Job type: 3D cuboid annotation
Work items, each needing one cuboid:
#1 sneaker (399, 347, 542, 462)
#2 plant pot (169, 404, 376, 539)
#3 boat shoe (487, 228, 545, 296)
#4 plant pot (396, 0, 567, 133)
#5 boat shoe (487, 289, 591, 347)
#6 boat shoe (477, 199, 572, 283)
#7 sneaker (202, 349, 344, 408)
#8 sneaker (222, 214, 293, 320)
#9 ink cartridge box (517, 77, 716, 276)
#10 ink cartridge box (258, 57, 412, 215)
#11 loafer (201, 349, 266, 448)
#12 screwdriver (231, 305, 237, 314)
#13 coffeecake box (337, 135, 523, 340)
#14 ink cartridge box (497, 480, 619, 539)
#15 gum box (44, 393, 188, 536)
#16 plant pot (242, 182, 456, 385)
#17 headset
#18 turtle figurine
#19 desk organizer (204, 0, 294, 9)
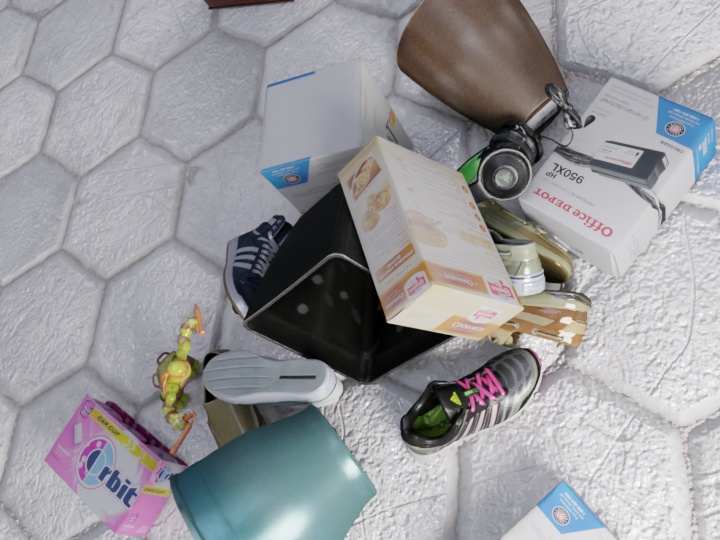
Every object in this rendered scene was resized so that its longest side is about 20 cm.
[{"bbox_3d":[0.127,0.156,0.851,0.199,0.087,0.074,-35,58,7],"label":"sneaker"},{"bbox_3d":[-0.089,0.269,0.852,0.188,0.200,0.200,-36,57,-11],"label":"plant pot"},{"bbox_3d":[0.158,-0.020,0.885,0.200,0.072,0.062,22,118,60],"label":"boat shoe"},{"bbox_3d":[0.183,-0.277,0.980,0.187,0.187,0.200,-40,72,4],"label":"plant pot"},{"bbox_3d":[0.179,0.057,0.881,0.199,0.076,0.074,3,89,33],"label":"boat shoe"},{"bbox_3d":[0.195,-0.052,0.924,0.063,0.073,0.200,-44,46,-13],"label":"boat shoe"},{"bbox_3d":[-0.115,0.151,0.932,0.199,0.071,0.073,2,60,28],"label":"sneaker"},{"bbox_3d":[-0.134,-0.009,1.031,0.108,0.070,0.200,-28,34,8],"label":"sneaker"},{"bbox_3d":[0.315,-0.116,0.885,0.144,0.084,0.200,36,87,34],"label":"ink cartridge box"},{"bbox_3d":[-0.025,-0.160,0.996,0.146,0.200,0.145,-11,62,21],"label":"ink cartridge box"},{"bbox_3d":[-0.182,0.196,0.990,0.076,0.067,0.201,-32,58,9],"label":"loafer"},{"bbox_3d":[-0.104,0.020,1.052,0.199,0.028,0.029,-23,31,19],"label":"screwdriver"},{"bbox_3d":[0.076,-0.033,0.794,0.073,0.153,0.201,-41,52,32],"label":"coffeecake box"},{"bbox_3d":[0.186,0.337,0.755,0.200,0.067,0.116,-43,57,2],"label":"ink cartridge box"},{"bbox_3d":[-0.359,0.276,1.038,0.199,0.066,0.114,27,82,32],"label":"gum box"},{"bbox_3d":[0.000,0.000,0.900,0.199,0.199,0.178,-35,35,41],"label":"plant pot"},{"bbox_3d":[0.180,-0.150,0.889,0.199,0.094,0.124,-24,22,41],"label":"headset"},{"bbox_3d":[-0.256,0.154,0.991,0.064,0.161,0.201,6,73,-12],"label":"turtle figurine"},{"bbox_3d":[-0.214,-0.544,1.326,0.199,0.077,0.072,6,71,27],"label":"desk organizer"}]
